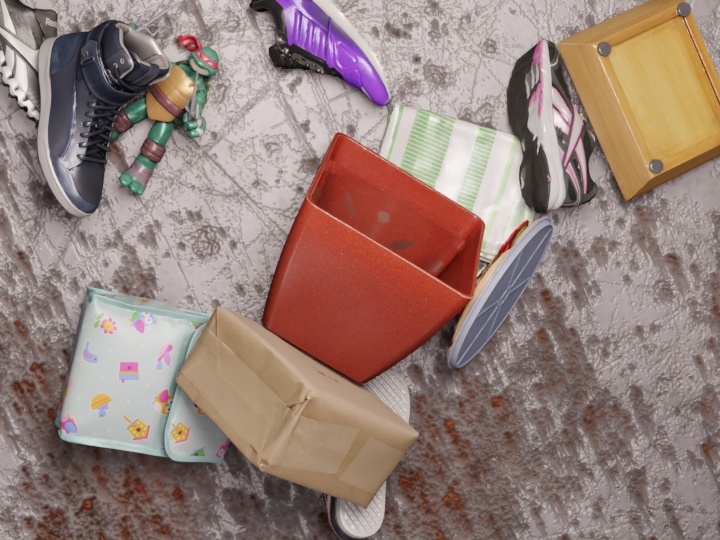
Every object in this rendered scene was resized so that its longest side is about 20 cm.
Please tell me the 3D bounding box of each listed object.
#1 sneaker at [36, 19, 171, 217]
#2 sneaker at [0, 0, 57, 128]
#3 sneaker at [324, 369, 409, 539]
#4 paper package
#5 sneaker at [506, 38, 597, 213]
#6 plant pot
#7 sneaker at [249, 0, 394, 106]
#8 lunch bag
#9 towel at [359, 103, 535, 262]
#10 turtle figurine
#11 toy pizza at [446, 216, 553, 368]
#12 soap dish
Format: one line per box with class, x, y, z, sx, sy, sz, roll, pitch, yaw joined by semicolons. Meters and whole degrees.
sneaker;-0.269;-0.165;1.445;0.146;0.077;0.203;-10;84;31
sneaker;-0.366;-0.245;1.510;0.090;0.066;0.200;-30;94;-1
sneaker;0.000;0.213;1.574;0.078;0.079;0.200;20;67;-12
paper package;-0.069;0.146;1.459;0.200;0.191;0.104;29;97;-48
sneaker;0.226;-0.163;1.568;0.086;0.080;0.200;0;83;-25
plant pot;0.000;0.000;1.494;0.200;0.200;0.176;32;117;-7
sneaker;-0.049;-0.251;1.544;0.099;0.070;0.200;-39;92;5
lunch bag;-0.224;0.120;1.521;0.200;0.122;0.171;14;90;-14
towel;0.112;-0.098;1.586;0.200;0.023;0.153;16;91;-6
turtle figurine;-0.216;-0.190;1.510;0.150;0.101;0.200;46;105;21
toy pizza;0.148;0.021;1.517;0.032;0.200;0.200;34;90;14
soap dish;0.338;-0.203;1.563;0.157;0.081;0.200;-25;94;-12
